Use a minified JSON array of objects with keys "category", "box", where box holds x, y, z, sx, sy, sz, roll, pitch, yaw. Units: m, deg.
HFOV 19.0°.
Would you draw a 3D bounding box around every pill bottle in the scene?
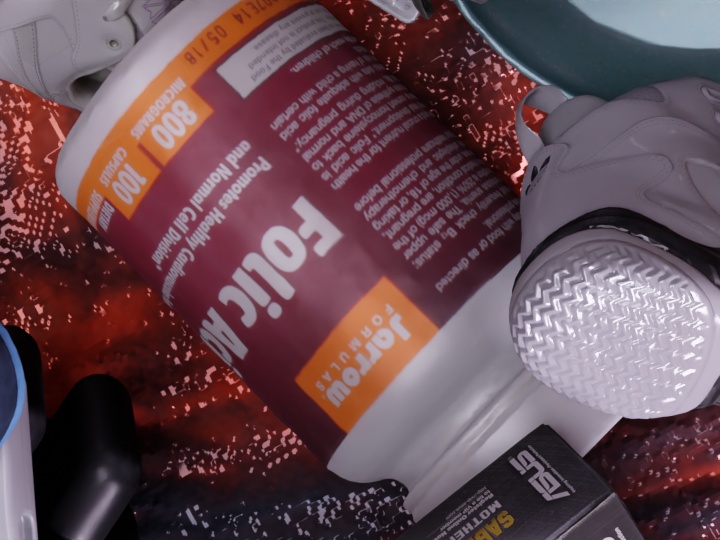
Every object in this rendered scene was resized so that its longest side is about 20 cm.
[{"category":"pill bottle","box":[0.000,0.000,0.747,0.200,0.114,0.114,44,107,8]}]

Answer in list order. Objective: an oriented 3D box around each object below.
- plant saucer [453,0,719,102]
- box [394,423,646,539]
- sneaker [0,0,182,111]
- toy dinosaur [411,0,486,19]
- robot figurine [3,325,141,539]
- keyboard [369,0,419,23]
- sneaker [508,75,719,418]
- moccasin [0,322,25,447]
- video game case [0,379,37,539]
[{"category":"plant saucer","box":[0.115,-0.150,0.735,0.199,0.036,0.201,2,98,17]},{"category":"box","box":[0.050,0.169,0.703,0.158,0.048,0.200,-38,126,-7]},{"category":"sneaker","box":[-0.093,-0.127,0.752,0.099,0.075,0.200,32,148,1]},{"category":"toy dinosaur","box":[0.006,-0.159,0.670,0.136,0.102,0.200,40,147,-22]},{"category":"robot figurine","box":[-0.161,0.121,0.806,0.150,0.125,0.200,42,106,14]},{"category":"keyboard","box":[0.042,-0.185,0.730,0.056,0.011,0.201,31,105,11]},{"category":"sneaker","box":[0.134,0.002,0.702,0.199,0.115,0.075,18,131,-22]},{"category":"moccasin","box":[-0.201,0.070,0.693,0.199,0.068,0.081,-25,86,18]},{"category":"video game case","box":[-0.201,0.129,0.746,0.199,0.022,0.184,-3,94,19]}]
